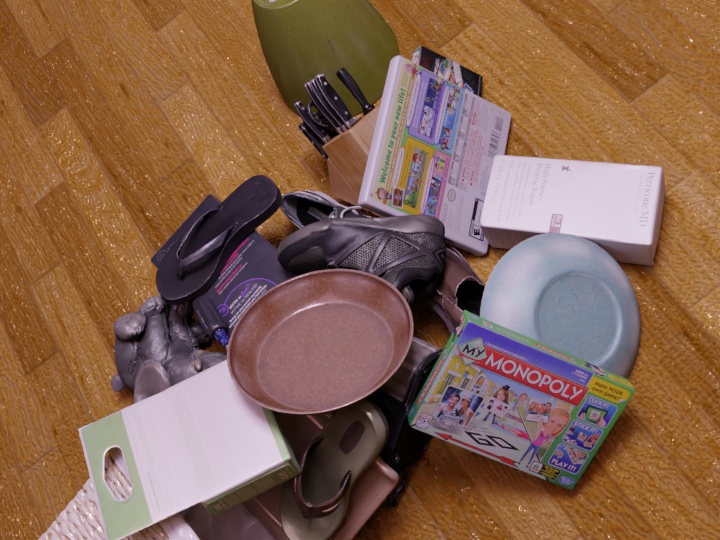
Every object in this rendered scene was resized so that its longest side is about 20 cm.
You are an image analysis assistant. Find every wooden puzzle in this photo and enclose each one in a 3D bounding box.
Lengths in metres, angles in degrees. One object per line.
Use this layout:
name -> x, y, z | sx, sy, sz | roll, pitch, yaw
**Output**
wooden puzzle -> -0.066, 0.228, 1.023 | 0.185, 0.037, 0.200 | 42, 121, 15

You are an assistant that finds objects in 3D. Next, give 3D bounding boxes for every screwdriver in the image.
screwdriver -> -0.144, 0.096, 1.039 | 0.029, 0.028, 0.200 | -48, 52, 5

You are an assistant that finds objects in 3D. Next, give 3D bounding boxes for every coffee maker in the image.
coffee maker -> -0.015, 0.139, 1.050 | 0.200, 0.135, 0.192 | 24, 79, 27

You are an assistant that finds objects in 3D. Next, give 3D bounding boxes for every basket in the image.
basket -> -0.214, 0.321, 1.017 | 0.200, 0.198, 0.161 | 41, 91, 28

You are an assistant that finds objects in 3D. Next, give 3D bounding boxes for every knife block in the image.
knife block -> 0.012, -0.160, 1.134 | 0.200, 0.176, 0.064 | 27, 53, 27

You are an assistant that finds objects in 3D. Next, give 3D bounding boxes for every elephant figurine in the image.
elephant figurine -> -0.225, 0.136, 1.124 | 0.141, 0.155, 0.200 | -26, 53, -21

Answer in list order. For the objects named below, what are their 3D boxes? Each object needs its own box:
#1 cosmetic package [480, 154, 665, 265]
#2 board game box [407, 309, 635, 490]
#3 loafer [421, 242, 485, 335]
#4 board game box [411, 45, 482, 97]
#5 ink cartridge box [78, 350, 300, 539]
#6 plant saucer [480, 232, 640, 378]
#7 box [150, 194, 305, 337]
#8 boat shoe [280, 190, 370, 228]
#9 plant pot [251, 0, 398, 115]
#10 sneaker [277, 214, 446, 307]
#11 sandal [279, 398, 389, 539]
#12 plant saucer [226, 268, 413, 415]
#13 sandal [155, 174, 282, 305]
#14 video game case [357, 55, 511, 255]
cosmetic package -> 0.252, -0.073, 1.072 | 0.199, 0.074, 0.102 | 6, 72, 24
board game box -> 0.167, 0.139, 0.946 | 0.200, 0.029, 0.135 | 23, 109, -11
loafer -> 0.125, 0.027, 1.054 | 0.073, 0.071, 0.200 | -9, 46, -23
board game box -> 0.102, -0.181, 1.158 | 0.023, 0.105, 0.201 | -21, 53, 54
ink cartridge box -> -0.181, 0.189, 0.948 | 0.200, 0.048, 0.146 | -26, 55, -4
plant saucer -> 0.229, 0.056, 0.982 | 0.200, 0.039, 0.202 | 2, 83, -16
box -> -0.152, 0.016, 1.165 | 0.200, 0.106, 0.122 | 39, 84, 29
boat shoe -> -0.021, -0.052, 1.156 | 0.199, 0.068, 0.074 | 36, 106, 29
plant pot -> -0.065, -0.333, 1.221 | 0.187, 0.200, 0.188 | -7, 67, 17
sneaker -> 0.000, 0.000, 1.040 | 0.199, 0.076, 0.114 | -2, 59, 3
sandal -> -0.040, 0.215, 0.947 | 0.080, 0.057, 0.201 | 36, 119, 18
plant saucer -> -0.040, 0.080, 0.953 | 0.200, 0.037, 0.201 | -8, 42, 7
sandal -> -0.185, -0.046, 1.118 | 0.076, 0.043, 0.200 | 37, 83, 29
video game case -> 0.096, -0.140, 1.114 | 0.022, 0.182, 0.201 | -18, 55, 59
